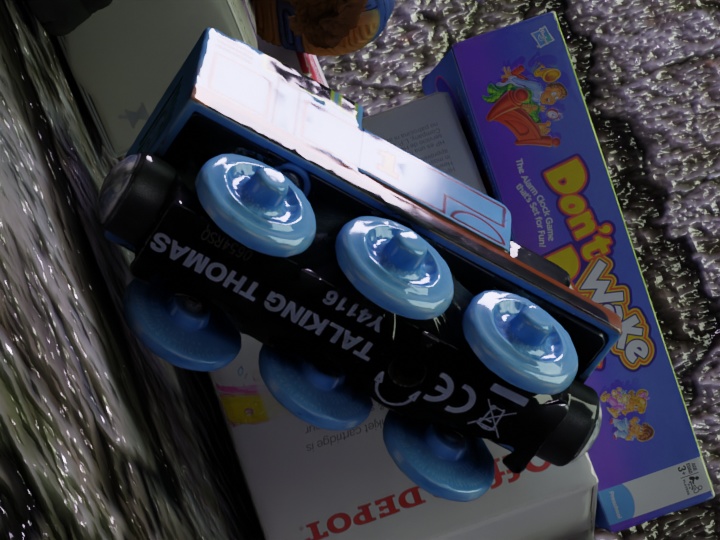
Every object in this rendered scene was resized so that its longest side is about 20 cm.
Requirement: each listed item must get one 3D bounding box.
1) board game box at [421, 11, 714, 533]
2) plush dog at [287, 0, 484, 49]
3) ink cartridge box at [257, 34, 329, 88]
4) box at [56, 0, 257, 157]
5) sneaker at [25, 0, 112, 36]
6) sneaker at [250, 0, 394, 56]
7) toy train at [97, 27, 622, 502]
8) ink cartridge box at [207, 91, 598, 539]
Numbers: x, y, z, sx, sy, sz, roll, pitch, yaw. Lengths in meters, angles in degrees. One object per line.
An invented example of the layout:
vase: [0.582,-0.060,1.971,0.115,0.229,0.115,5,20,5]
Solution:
board game box: [0.082,0.003,1.159,0.134,0.045,0.201,157,-85,-86]
plush dog: [-0.016,-0.207,1.193,0.161,0.199,0.172,110,-31,-52]
ink cartridge box: [-0.041,-0.039,1.380,0.145,0.084,0.201,-108,177,-54]
box: [-0.086,-0.113,1.174,0.200,0.068,0.082,-104,172,-74]
sneaker: [-0.099,-0.155,0.972,0.200,0.090,0.076,59,12,-71]
sneaker: [-0.045,-0.167,1.311,0.200,0.088,0.076,33,-44,35]
toy train: [0.000,0.000,1.013,0.199,0.087,0.114,27,34,-13]
ink cartridge box: [0.011,0.057,1.129,0.125,0.128,0.201,80,-8,-69]
